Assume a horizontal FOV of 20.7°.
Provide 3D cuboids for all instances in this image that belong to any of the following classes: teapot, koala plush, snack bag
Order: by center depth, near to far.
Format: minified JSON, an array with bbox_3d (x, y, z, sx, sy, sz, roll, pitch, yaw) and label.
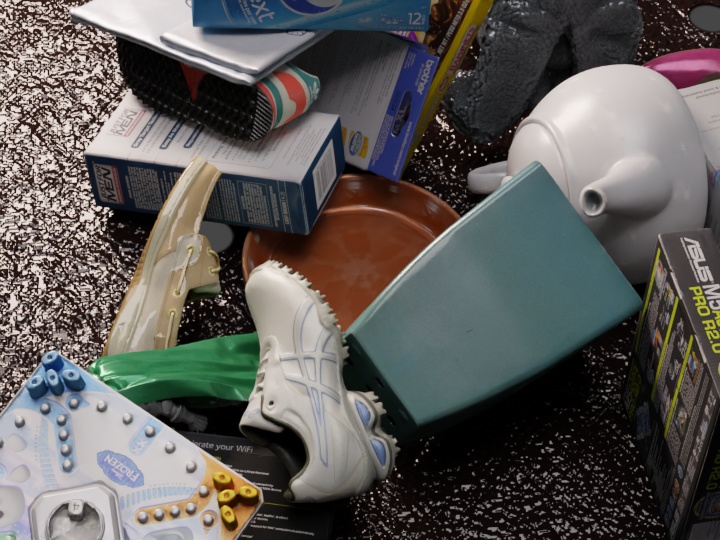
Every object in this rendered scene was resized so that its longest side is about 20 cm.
[{"bbox_3d":[0.183,-0.075,1.635,0.146,0.200,0.198,-10,55,-17],"label":"teapot"},{"bbox_3d":[-0.118,-0.230,1.698,0.200,0.021,0.189,22,40,26],"label":"snack bag"},{"bbox_3d":[0.153,-0.234,1.798,0.177,0.184,0.200,0,28,-17],"label":"koala plush"}]

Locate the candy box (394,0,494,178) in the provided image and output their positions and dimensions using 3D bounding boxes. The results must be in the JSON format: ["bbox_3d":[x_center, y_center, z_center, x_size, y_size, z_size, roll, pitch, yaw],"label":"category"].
[{"bbox_3d":[0.037,-0.188,1.735,0.102,0.200,0.026,39,22,29],"label":"candy box"}]

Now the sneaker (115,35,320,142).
[{"bbox_3d":[-0.122,-0.171,1.697,0.200,0.070,0.093,26,36,35],"label":"sneaker"}]

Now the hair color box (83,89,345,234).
[{"bbox_3d":[-0.123,-0.094,1.693,0.200,0.061,0.100,9,42,18],"label":"hair color box"}]

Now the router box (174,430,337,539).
[{"bbox_3d":[-0.121,0.193,1.476,0.200,0.051,0.149,7,47,3],"label":"router box"}]

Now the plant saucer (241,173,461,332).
[{"bbox_3d":[0.000,0.000,1.664,0.200,0.032,0.201,2,49,-2],"label":"plant saucer"}]

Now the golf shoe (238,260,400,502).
[{"bbox_3d":[-0.054,0.083,1.479,0.097,0.078,0.200,-18,63,-25],"label":"golf shoe"}]

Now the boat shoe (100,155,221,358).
[{"bbox_3d":[-0.147,0.007,1.604,0.069,0.074,0.200,21,79,-2],"label":"boat shoe"}]

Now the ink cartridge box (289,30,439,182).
[{"bbox_3d":[-0.020,-0.164,1.734,0.200,0.120,0.042,26,14,32],"label":"ink cartridge box"}]

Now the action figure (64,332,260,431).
[{"bbox_3d":[-0.136,0.088,1.526,0.200,0.055,0.118,-2,27,-31],"label":"action figure"}]

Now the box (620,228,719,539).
[{"bbox_3d":[0.250,0.094,1.484,0.044,0.200,0.160,-6,49,-8],"label":"box"}]

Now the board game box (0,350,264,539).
[{"bbox_3d":[-0.204,0.183,1.413,0.200,0.026,0.200,32,71,13],"label":"board game box"}]

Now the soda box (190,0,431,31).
[{"bbox_3d":[-0.042,-0.244,1.653,0.200,0.064,0.068,0,36,-7],"label":"soda box"}]

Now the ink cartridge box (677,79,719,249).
[{"bbox_3d":[0.317,-0.041,1.640,0.085,0.148,0.200,-15,53,-15],"label":"ink cartridge box"}]

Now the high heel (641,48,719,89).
[{"bbox_3d":[0.347,-0.143,1.784,0.200,0.067,0.096,11,38,-10],"label":"high heel"}]

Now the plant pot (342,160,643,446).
[{"bbox_3d":[0.083,0.041,1.543,0.200,0.141,0.141,-34,84,-20],"label":"plant pot"}]
